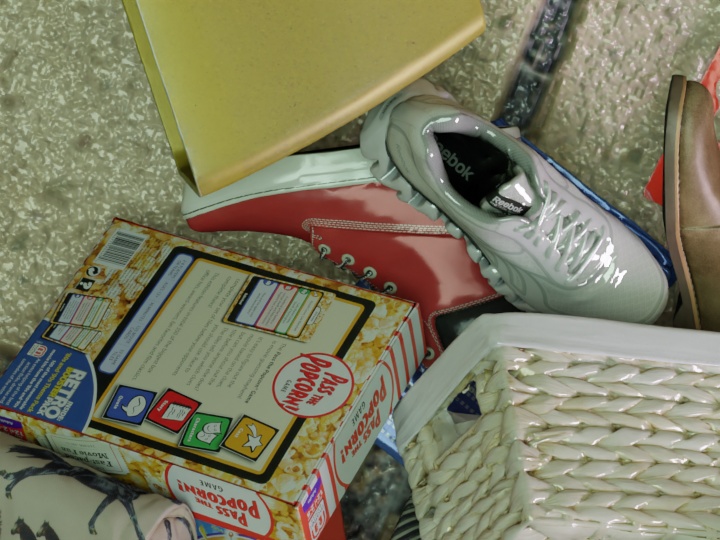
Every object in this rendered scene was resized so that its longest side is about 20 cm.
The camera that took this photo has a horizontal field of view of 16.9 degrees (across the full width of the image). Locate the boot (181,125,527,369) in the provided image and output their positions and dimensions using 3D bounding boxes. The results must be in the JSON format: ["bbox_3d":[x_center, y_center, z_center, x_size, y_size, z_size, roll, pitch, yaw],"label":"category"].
[{"bbox_3d":[0.000,0.000,1.382,0.199,0.072,0.145,-6,95,8],"label":"boot"}]

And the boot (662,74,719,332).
[{"bbox_3d":[0.207,-0.022,1.352,0.075,0.074,0.201,-3,123,18],"label":"boot"}]

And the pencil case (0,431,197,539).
[{"bbox_3d":[-0.185,0.137,1.307,0.199,0.078,0.090,19,105,18],"label":"pencil case"}]

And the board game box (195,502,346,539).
[{"bbox_3d":[-0.077,0.193,1.371,0.152,0.040,0.201,-2,71,-26],"label":"board game box"}]

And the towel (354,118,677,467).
[{"bbox_3d":[0.072,0.029,1.417,0.145,0.024,0.200,39,100,-2],"label":"towel"}]

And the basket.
[{"bbox_3d":[0.134,0.112,1.320,0.199,0.136,0.124,8,59,-22],"label":"basket"}]

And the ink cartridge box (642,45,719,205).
[{"bbox_3d":[0.285,-0.064,1.376,0.199,0.050,0.163,27,100,-4],"label":"ink cartridge box"}]

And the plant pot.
[{"bbox_3d":[-0.042,-0.168,1.317,0.176,0.200,0.201,-18,98,-6],"label":"plant pot"}]

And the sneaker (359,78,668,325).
[{"bbox_3d":[0.090,-0.027,1.312,0.200,0.081,0.075,35,83,-17],"label":"sneaker"}]

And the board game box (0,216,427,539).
[{"bbox_3d":[-0.085,0.059,1.341,0.199,0.152,0.046,16,143,23],"label":"board game box"}]

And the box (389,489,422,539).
[{"bbox_3d":[0.039,0.197,1.347,0.082,0.200,0.069,21,124,4],"label":"box"}]
